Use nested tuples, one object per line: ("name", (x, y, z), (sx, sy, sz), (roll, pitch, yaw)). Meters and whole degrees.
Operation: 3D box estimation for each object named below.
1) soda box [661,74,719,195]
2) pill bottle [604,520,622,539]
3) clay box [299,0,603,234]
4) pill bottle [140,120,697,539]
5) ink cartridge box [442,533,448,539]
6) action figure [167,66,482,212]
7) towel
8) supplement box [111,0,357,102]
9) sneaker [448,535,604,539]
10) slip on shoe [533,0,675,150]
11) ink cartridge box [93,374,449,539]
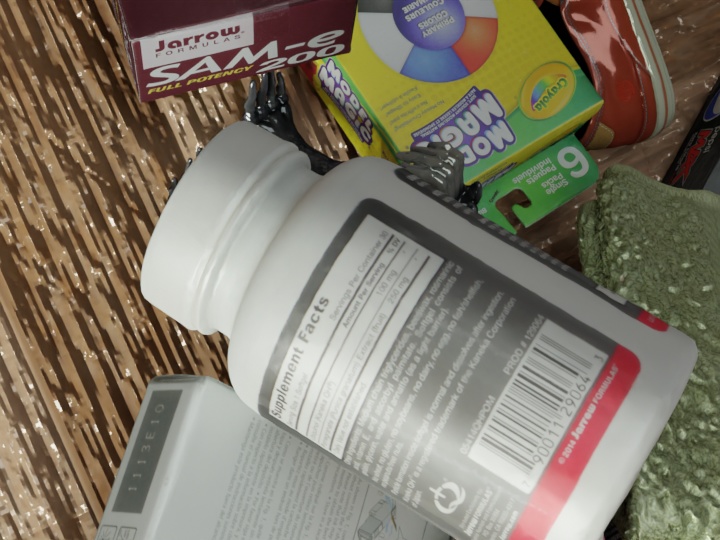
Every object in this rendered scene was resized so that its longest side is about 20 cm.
("soda box", (0.210, -0.047, 0.844), (0.070, 0.063, 0.201), (36, 70, -10))
("pill bottle", (0.154, 0.187, 0.700), (0.105, 0.107, 0.201), (20, 33, -15))
("clay box", (0.035, -0.111, 0.785), (0.114, 0.048, 0.201), (-31, 80, -23))
("pill bottle", (0.018, 0.026, 0.592), (0.199, 0.111, 0.111), (31, 69, 11))
("ink cartridge box", (0.014, 0.206, 0.707), (0.144, 0.084, 0.202), (-26, 88, -23))
("action figure", (0.000, 0.000, 0.703), (0.200, 0.102, 0.119), (40, 74, 22))
("towel", (0.174, 0.046, 0.728), (0.146, 0.037, 0.202), (13, 54, -15))
("supplement box", (-0.080, -0.190, 0.732), (0.107, 0.061, 0.202), (-14, 69, -9))
("sneaker", (0.043, 0.159, 0.625), (0.087, 0.073, 0.203), (20, 78, -44))
("slip on shoe", (0.102, -0.156, 0.825), (0.061, 0.074, 0.202), (-25, 93, -20))
("ink cartridge box", (-0.040, 0.168, 0.629), (0.173, 0.043, 0.202), (32, 67, -36))
